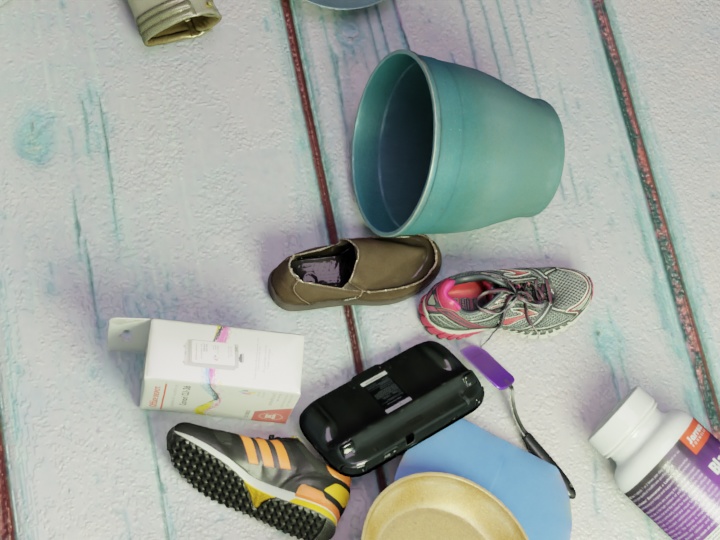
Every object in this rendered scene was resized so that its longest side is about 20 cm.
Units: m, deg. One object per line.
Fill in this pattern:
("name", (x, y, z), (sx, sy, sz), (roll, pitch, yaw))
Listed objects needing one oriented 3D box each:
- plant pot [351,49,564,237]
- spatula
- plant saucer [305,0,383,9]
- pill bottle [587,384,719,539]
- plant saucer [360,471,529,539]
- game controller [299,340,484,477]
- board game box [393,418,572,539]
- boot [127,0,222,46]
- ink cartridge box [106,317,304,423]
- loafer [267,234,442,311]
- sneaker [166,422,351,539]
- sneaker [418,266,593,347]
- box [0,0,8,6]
("plant pot", (0.115, -0.130, 1.732), (0.186, 0.200, 0.202), (4, 67, -26))
("spatula", (0.176, 0.163, 1.709), (0.201, 0.020, 0.056), (58, 26, 6))
("plant saucer", (-0.031, -0.392, 1.879), (0.199, 0.039, 0.203), (4, 69, -10))
("pill bottle", (0.342, 0.220, 1.677), (0.200, 0.112, 0.111), (43, 67, 6))
("plant saucer", (0.084, 0.300, 1.566), (0.199, 0.035, 0.202), (14, 53, -20))
("game controller", (0.034, 0.143, 1.666), (0.199, 0.042, 0.104), (-26, 45, -28))
("board game box", (0.125, 0.254, 1.661), (0.199, 0.039, 0.159), (27, 60, -3))
("boot", (-0.191, -0.354, 1.814), (0.199, 0.072, 0.155), (-26, 75, -14))
("ink cartridge box", (-0.164, 0.103, 1.616), (0.198, 0.117, 0.068), (7, 68, -8))
("loafer", (0.000, 0.000, 1.714), (0.198, 0.071, 0.074), (-14, 72, -16))
("sneaker", (-0.102, 0.201, 1.625), (0.199, 0.070, 0.090), (28, 48, 2))
("sneaker", (0.167, 0.034, 1.734), (0.198, 0.075, 0.081), (-9, 71, -16))
("box", (-0.461, -0.326, 1.676), (0.097, 0.200, 0.176), (45, 68, 8))
